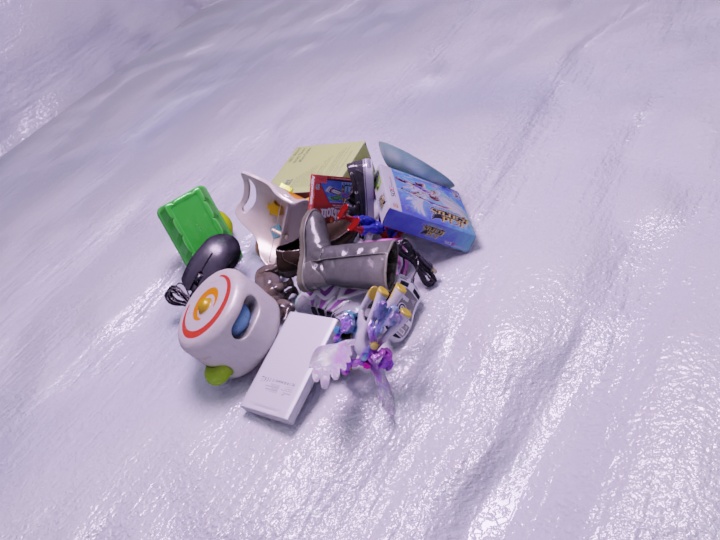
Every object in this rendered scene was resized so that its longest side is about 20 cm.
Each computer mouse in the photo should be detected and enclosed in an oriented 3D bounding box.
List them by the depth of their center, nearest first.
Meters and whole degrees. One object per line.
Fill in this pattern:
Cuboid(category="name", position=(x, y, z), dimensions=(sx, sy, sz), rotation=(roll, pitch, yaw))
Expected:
Cuboid(category="computer mouse", position=(0.076, 0.047, 1.399), dimensions=(0.044, 0.109, 0.202), rotation=(-22, 33, 50))
Cuboid(category="computer mouse", position=(-0.332, 0.000, 1.627), dimensions=(0.136, 0.053, 0.203), rotation=(24, 70, 9))

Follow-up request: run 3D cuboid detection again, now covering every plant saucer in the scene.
Cuboid(category="plant saucer", position=(0.117, -0.223, 1.662), dimensions=(0.200, 0.199, 0.039), rotation=(32, 92, 49))

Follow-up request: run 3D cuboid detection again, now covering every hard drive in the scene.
Cuboid(category="hard drive", position=(-0.125, 0.172, 1.346), dimensions=(0.130, 0.026, 0.203), rotation=(4, 57, 42))

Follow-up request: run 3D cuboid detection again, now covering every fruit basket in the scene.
Cuboid(category="fruit basket", position=(-0.376, -0.092, 1.777), dimensions=(0.153, 0.219, 0.215), rotation=(-30, 35, -12))

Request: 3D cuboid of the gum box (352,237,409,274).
Cuboid(category="gum box", position=(0.000, 0.000, 1.514), dimensions=(0.195, 0.067, 0.115), rotation=(-5, 37, 25))

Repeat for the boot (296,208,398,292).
Cuboid(category="boot", position=(-0.023, -0.042, 1.409), dimensions=(0.196, 0.072, 0.187), rotation=(-9, 71, 33))

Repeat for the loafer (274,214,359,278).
Cuboid(category="loafer", position=(-0.090, -0.061, 1.523), dimensions=(0.198, 0.072, 0.073), rotation=(-34, 34, -14))

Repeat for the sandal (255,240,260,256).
Cuboid(category="sandal", position=(-0.230, -0.119, 1.793), dimensions=(0.068, 0.079, 0.214), rotation=(0, 46, 20))

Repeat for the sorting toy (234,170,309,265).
Cuboid(category="sorting toy", position=(-0.204, -0.133, 1.652), dimensions=(0.178, 0.203, 0.107), rotation=(32, 42, 15))

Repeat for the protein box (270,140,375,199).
Cuboid(category="protein box", position=(-0.087, -0.187, 1.749), dimensions=(0.196, 0.137, 0.200), rotation=(0, 41, 29))

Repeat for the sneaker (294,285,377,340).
Cuboid(category="sneaker", position=(-0.051, 0.090, 1.419), dimensions=(0.196, 0.078, 0.142), rotation=(-12, 40, 24))

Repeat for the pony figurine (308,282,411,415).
Cuboid(category="pony figurine", position=(0.009, 0.129, 1.260), dimensions=(0.202, 0.164, 0.194), rotation=(-56, 14, 17))

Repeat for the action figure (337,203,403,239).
Cuboid(category="action figure", position=(0.047, -0.110, 1.532), dimensions=(0.099, 0.199, 0.066), rotation=(-49, 60, 15))

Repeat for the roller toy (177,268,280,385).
Cuboid(category="roller toy", position=(-0.258, 0.097, 1.429), dimensions=(0.182, 0.139, 0.201), rotation=(-40, 35, 13))

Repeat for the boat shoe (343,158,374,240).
Cuboid(category="boat shoe", position=(-0.005, -0.146, 1.586), dimensions=(0.064, 0.203, 0.071), rotation=(-4, 44, -4))

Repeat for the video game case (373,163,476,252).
Cuboid(category="video game case", position=(0.128, -0.131, 1.530), dimensions=(0.196, 0.046, 0.183), rotation=(16, 33, -17))

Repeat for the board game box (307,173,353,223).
Cuboid(category="board game box", position=(-0.039, -0.150, 1.613), dimensions=(0.019, 0.106, 0.198), rotation=(12, 10, 39))

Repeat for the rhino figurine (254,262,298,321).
Cuboid(category="rhino figurine", position=(-0.176, 0.049, 1.558), dimensions=(0.086, 0.061, 0.201), rotation=(-24, 37, 0))
